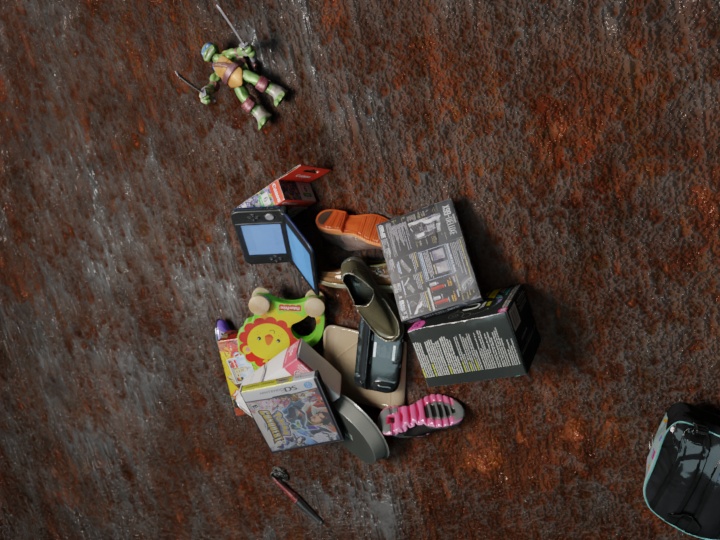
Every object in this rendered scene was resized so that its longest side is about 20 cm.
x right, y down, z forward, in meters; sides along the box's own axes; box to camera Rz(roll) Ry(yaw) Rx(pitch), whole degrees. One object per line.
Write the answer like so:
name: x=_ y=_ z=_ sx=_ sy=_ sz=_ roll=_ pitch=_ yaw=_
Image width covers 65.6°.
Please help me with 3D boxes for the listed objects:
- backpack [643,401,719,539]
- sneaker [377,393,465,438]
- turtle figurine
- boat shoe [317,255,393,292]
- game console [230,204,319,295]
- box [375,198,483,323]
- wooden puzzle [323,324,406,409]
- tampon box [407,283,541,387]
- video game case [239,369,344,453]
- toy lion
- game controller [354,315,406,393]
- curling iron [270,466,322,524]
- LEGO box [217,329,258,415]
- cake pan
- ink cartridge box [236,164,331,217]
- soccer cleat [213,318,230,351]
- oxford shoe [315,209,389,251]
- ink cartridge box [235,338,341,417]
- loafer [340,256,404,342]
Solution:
backpack: x=0.586 y=0.343 z=0.955 sx=0.175 sy=0.153 sz=0.202 roll=19 pitch=106 yaw=23
sneaker: x=0.142 y=0.337 z=1.250 sx=0.198 sy=0.079 sz=0.096 roll=-14 pitch=137 yaw=20
turtle figurine: x=-0.256 y=-0.384 z=1.133 sx=0.193 sy=0.200 sz=0.144 roll=38 pitch=84 yaw=-12
boat shoe: x=0.000 y=0.000 z=1.200 sx=0.198 sy=0.072 sz=0.069 roll=3 pitch=108 yaw=16
game console: x=-0.178 y=-0.034 z=1.193 sx=0.169 sy=0.119 sz=0.201 roll=-3 pitch=148 yaw=-2
box: x=0.130 y=-0.017 z=1.066 sx=0.157 sy=0.050 sz=0.202 roll=-19 pitch=75 yaw=15
wooden puzzle: x=0.011 y=0.225 z=1.294 sx=0.198 sy=0.037 sz=0.187 roll=8 pitch=111 yaw=21
tampon box: x=0.220 y=0.124 z=1.073 sx=0.199 sy=0.150 sz=0.127 roll=-14 pitch=101 yaw=31
video game case: x=-0.148 y=0.319 z=1.244 sx=0.179 sy=0.026 sz=0.201 roll=-13 pitch=119 yaw=10
toy lion: x=-0.183 y=0.139 z=1.290 sx=0.198 sy=0.069 sz=0.193 roll=2 pitch=109 yaw=-5
game controller: x=0.042 y=0.171 z=1.224 sx=0.103 sy=0.042 sz=0.202 roll=7 pitch=104 yaw=7
curling iron: x=-0.177 y=0.622 z=1.539 sx=0.200 sy=0.026 sz=0.050 roll=49 pitch=126 yaw=4
LEGO box: x=-0.252 y=0.243 z=1.384 sx=0.148 sy=0.077 sz=0.202 roll=-10 pitch=104 yaw=6
cake pan: x=-0.017 y=0.371 z=1.302 sx=0.200 sy=0.037 sz=0.201 roll=36 pitch=149 yaw=27
ink cartridge box: x=-0.157 y=-0.154 z=1.195 sx=0.199 sy=0.109 sz=0.051 roll=-26 pitch=79 yaw=33
soccer cleat: x=-0.321 y=0.214 z=1.454 sx=0.073 sy=0.068 sz=0.202 roll=-16 pitch=100 yaw=12
oxford shoe: x=0.005 y=-0.075 z=1.180 sx=0.198 sy=0.072 sz=0.073 roll=16 pitch=147 yaw=15
ink cartridge box: x=-0.162 y=0.271 z=1.279 sx=0.200 sy=0.085 sz=0.146 roll=-37 pitch=112 yaw=19
loafer: x=0.016 y=0.070 z=1.140 sx=0.075 sy=0.070 sz=0.201 roll=-32 pitch=98 yaw=25
